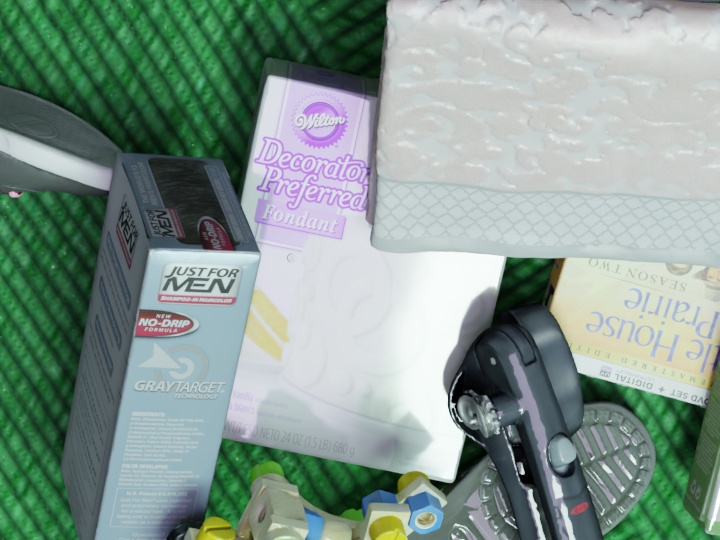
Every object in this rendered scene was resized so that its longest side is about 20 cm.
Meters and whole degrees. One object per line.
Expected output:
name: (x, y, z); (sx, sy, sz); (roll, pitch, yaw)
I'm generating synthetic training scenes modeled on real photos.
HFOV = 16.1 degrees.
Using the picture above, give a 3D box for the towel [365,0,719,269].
towel: (0.104, -0.067, 1.237); (0.199, 0.032, 0.191); (4, 144, -3)

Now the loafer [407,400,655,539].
loafer: (0.070, 0.136, 1.390); (0.200, 0.070, 0.075); (-31, 94, -8)

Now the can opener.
can opener: (0.101, 0.119, 1.324); (0.078, 0.063, 0.201); (-18, 94, -22)

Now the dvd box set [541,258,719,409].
dvd box set: (0.187, -0.029, 1.363); (0.146, 0.029, 0.201); (16, 104, -6)

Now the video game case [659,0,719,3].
video game case: (0.163, -0.213, 1.152); (0.199, 0.023, 0.183); (-2, 108, 20)

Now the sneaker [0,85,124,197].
sneaker: (-0.222, -0.048, 1.336); (0.199, 0.071, 0.100); (16, 109, -2)

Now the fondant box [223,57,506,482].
fondant box: (0.000, 0.000, 1.354); (0.144, 0.058, 0.201); (11, 103, -4)

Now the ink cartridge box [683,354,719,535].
ink cartridge box: (0.266, 0.051, 1.352); (0.145, 0.048, 0.201); (9, 104, -12)

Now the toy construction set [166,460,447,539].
toy construction set: (-0.045, 0.185, 1.312); (0.131, 0.092, 0.201); (13, 108, -24)

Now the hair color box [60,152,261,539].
hair color box: (-0.106, 0.050, 1.316); (0.060, 0.099, 0.201); (2, 121, -18)
